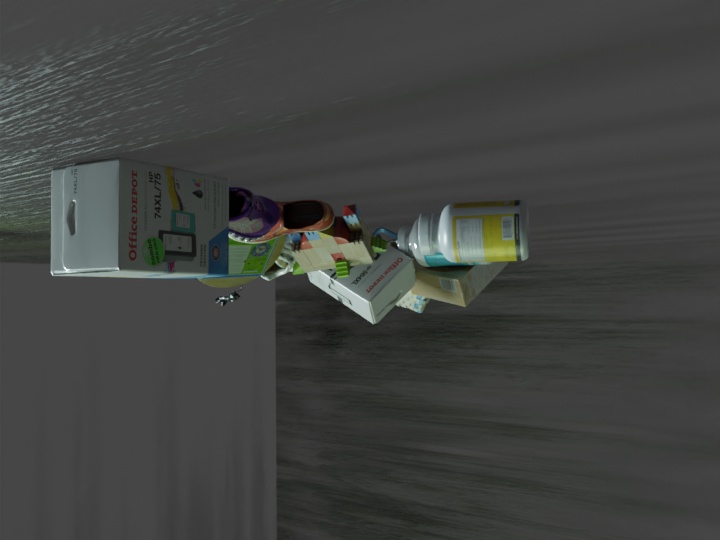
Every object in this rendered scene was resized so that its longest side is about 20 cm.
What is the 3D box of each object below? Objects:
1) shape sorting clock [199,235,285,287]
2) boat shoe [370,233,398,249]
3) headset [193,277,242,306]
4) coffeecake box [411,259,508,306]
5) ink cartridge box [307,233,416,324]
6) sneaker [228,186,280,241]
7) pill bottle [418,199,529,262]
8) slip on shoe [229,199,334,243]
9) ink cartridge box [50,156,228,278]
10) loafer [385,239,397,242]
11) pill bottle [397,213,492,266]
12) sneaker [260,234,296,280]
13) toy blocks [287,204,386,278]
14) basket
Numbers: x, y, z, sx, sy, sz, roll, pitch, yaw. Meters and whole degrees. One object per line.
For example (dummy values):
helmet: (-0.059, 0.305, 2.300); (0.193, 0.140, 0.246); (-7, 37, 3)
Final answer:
shape sorting clock: (-0.241, -0.045, 1.430); (0.199, 0.039, 0.201); (-21, 144, -16)
boat shoe: (0.029, -0.061, 1.953); (0.072, 0.073, 0.199); (3, 171, -40)
headset: (-0.318, -0.018, 1.511); (0.094, 0.201, 0.124); (-18, -157, 36)
coffeecake box: (0.222, -0.018, 1.612); (0.153, 0.073, 0.200); (12, -138, 43)
ink cartridge box: (0.000, 0.000, 1.567); (0.199, 0.146, 0.085); (31, 153, 31)
sneaker: (-0.194, -0.098, 1.176); (0.088, 0.081, 0.200); (-25, 167, 35)
pill bottle: (0.214, -0.072, 1.358); (0.198, 0.113, 0.112); (-1, 177, 16)
slip on shoe: (-0.146, -0.093, 1.296); (0.198, 0.075, 0.061); (-6, 171, 2)
ink cartridge box: (-0.303, -0.065, 1.011); (0.145, 0.148, 0.200); (-2, 178, 32)
loafer: (0.095, -0.061, 2.157); (0.199, 0.074, 0.071); (4, -169, 42)
pill bottle: (0.182, -0.064, 1.525); (0.199, 0.112, 0.111); (-2, 177, 25)
sneaker: (-0.140, -0.045, 1.534); (0.076, 0.081, 0.200); (41, 129, -15)
toy blocks: (-0.063, -0.063, 1.418); (0.199, 0.101, 0.137); (-8, 144, 17)
basket: (0.092, -0.007, 1.732); (0.199, 0.177, 0.140); (21, 147, 16)
